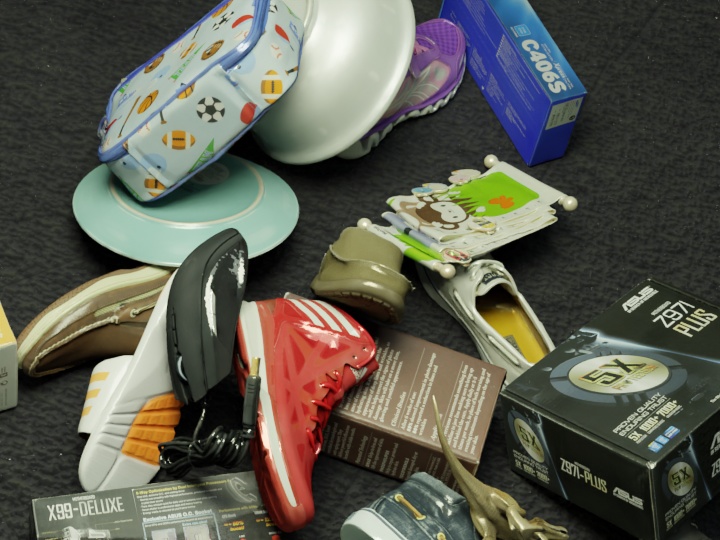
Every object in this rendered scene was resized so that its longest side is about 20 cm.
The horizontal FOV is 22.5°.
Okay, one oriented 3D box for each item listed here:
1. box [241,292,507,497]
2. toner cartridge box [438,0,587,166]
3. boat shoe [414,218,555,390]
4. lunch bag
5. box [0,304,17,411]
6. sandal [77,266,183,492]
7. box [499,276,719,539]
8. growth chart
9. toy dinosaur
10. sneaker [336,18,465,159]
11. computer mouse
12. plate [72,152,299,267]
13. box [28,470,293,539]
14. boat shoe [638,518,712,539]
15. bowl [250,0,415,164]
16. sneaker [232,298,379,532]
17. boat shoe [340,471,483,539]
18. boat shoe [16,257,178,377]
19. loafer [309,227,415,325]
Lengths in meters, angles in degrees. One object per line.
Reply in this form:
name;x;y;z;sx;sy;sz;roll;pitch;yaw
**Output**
box;0.011;0.105;1.498;0.198;0.075;0.101;21;53;2
toner cartridge box;0.144;-0.208;1.743;0.043;0.095;0.201;-15;59;-23
boat shoe;0.112;0.022;1.580;0.070;0.070;0.201;-16;58;-22
lunch bag;-0.140;-0.157;1.543;0.076;0.199;0.161;46;25;-27
box;-0.385;0.062;1.433;0.198;0.098;0.125;-16;59;-22
sandal;-0.179;0.088;1.465;0.059;0.079;0.208;7;65;38
box;0.243;0.111;1.494;0.199;0.087;0.163;-33;39;-30
growth chart;0.094;-0.051;1.621;0.199;0.018;0.144;-26;38;-37
toy dinosaur;0.104;0.190;1.410;0.058;0.200;0.101;-40;39;7
sneaker;0.035;-0.188;1.710;0.080;0.089;0.200;38;55;18
computer mouse;-0.116;0.058;1.386;0.046;0.140;0.202;16;77;-29
plate;-0.152;-0.066;1.579;0.198;0.026;0.201;3;33;-2
box;-0.145;0.241;1.379;0.198;0.050;0.159;-6;55;-16
boat shoe;0.216;0.264;1.425;0.060;0.074;0.200;35;47;21
bowl;-0.055;-0.205;1.630;0.090;0.200;0.203;30;38;-44
sneaker;-0.032;0.101;1.404;0.114;0.079;0.202;-8;61;-12
boat shoe;0.082;0.243;1.411;0.091;0.071;0.200;-33;67;-32
boat shoe;-0.191;0.043;1.504;0.201;0.075;0.075;-31;71;-29
loafer;0.000;0.000;1.498;0.075;0.200;0.068;23;87;-13
